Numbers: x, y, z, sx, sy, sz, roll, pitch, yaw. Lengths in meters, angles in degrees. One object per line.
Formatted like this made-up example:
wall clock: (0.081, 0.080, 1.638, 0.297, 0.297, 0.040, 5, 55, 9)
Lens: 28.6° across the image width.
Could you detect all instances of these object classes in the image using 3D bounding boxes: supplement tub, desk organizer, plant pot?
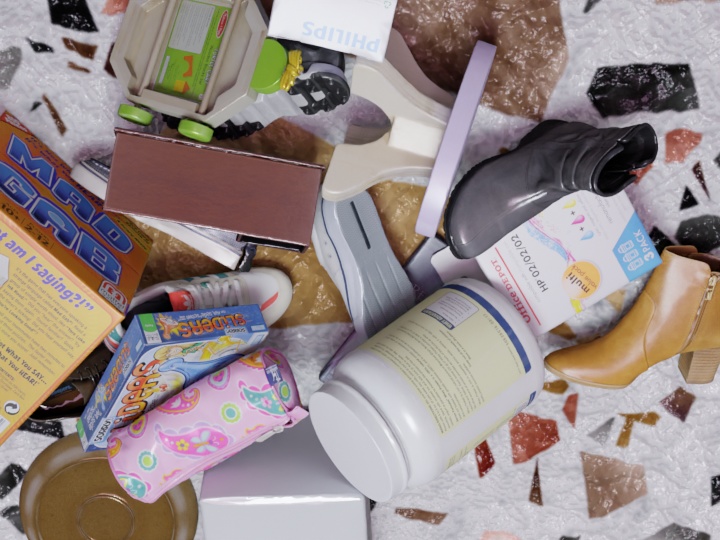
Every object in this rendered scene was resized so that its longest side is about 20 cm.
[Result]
supplement tub: (0.064, 0.115, 1.360, 0.199, 0.145, 0.146, -34, 112, -25)
desk organizer: (-0.138, -0.073, 1.328, 0.198, 0.072, 0.078, 10, 83, -6)
plant pot: (-0.277, 0.269, 1.544, 0.198, 0.028, 0.202, 0, 112, 0)

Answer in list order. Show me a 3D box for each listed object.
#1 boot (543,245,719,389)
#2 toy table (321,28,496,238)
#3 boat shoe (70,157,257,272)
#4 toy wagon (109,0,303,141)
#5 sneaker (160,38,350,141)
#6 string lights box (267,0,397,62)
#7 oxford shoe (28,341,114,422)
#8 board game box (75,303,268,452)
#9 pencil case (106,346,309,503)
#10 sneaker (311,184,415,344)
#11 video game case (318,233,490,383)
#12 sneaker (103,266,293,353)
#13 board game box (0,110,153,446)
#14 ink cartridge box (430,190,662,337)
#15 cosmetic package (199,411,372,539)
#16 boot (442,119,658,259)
boot: (0.289, 0.043, 1.434, 0.199, 0.071, 0.145, 1, 116, -12)
toy table: (0.045, -0.137, 1.321, 0.116, 0.201, 0.185, 17, 145, 3)
boat shoe: (-0.179, -0.083, 1.394, 0.199, 0.075, 0.093, 28, 91, -9)
toy wagon: (-0.137, -0.198, 1.302, 0.198, 0.040, 0.157, 17, 86, 23)
sneaker: (-0.099, -0.183, 1.351, 0.198, 0.091, 0.067, -11, 146, 23)
string lights box: (-0.024, -0.244, 1.253, 0.102, 0.200, 0.059, 13, 111, -6)
oxford shoe: (-0.258, 0.109, 1.452, 0.199, 0.084, 0.073, -27, 105, 7)
board game box: (-0.189, 0.108, 1.399, 0.134, 0.035, 0.200, -5, 147, -33)
pencil case: (-0.148, 0.152, 1.377, 0.199, 0.088, 0.088, -29, 109, 11)
sneaker: (0.000, 0.000, 1.420, 0.073, 0.071, 0.202, -26, 111, -28)
video game case: (0.070, 0.076, 1.476, 0.142, 0.019, 0.201, 34, 108, -12)
sneaker: (-0.158, 0.040, 1.396, 0.198, 0.093, 0.071, -12, 84, -11)
board game box: (-0.347, 0.008, 1.350, 0.200, 0.200, 0.200, 42, 105, -15)
ink cartridge box: (0.182, -0.011, 1.404, 0.199, 0.068, 0.116, -32, 106, 5)
cosmetic package: (-0.070, 0.273, 1.466, 0.164, 0.168, 0.202, -2, 114, 1)
boot: (0.176, -0.081, 1.309, 0.200, 0.131, 0.070, -45, 120, -24)
